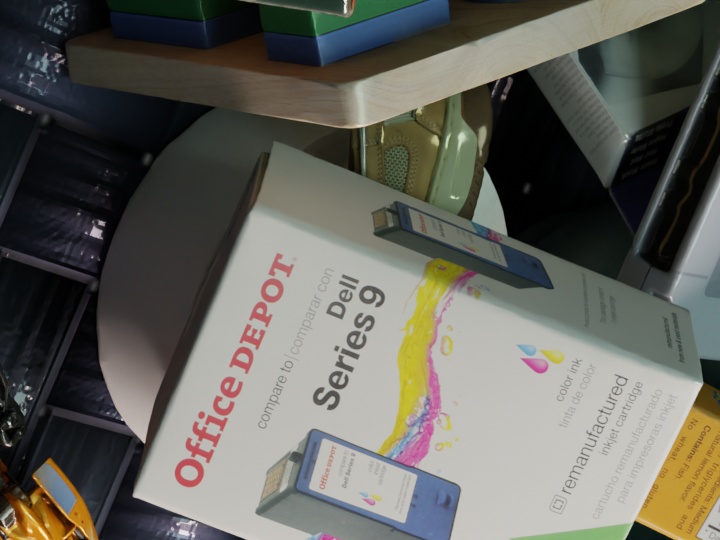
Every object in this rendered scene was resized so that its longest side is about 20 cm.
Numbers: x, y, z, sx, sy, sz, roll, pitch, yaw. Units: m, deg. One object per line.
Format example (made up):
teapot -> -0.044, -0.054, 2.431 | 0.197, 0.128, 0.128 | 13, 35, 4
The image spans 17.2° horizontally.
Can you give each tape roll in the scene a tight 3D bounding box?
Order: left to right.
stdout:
tape roll -> -0.024, 0.014, 1.132 | 0.202, 0.071, 0.202 | -19, 120, -37

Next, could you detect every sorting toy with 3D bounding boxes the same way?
sorting toy -> 0.005, -0.130, 1.009 | 0.199, 0.200, 0.070 | -22, 112, -35

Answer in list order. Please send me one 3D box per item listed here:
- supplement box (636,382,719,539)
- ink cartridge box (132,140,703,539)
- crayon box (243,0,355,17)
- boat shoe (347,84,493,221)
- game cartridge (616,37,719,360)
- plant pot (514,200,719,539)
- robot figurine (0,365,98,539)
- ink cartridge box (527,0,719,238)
supplement box -> 0.151, 0.086, 1.112 | 0.200, 0.067, 0.069 | 28, 103, -6
ink cartridge box -> 0.022, 0.054, 1.002 | 0.200, 0.088, 0.145 | 23, 111, -4
crayon box -> -0.049, -0.187, 0.923 | 0.051, 0.127, 0.200 | 97, 3, -48
boat shoe -> 0.000, 0.000, 1.062 | 0.076, 0.072, 0.200 | 8, 112, -11
game cartridge -> 0.199, -0.051, 1.129 | 0.133, 0.040, 0.200 | 10, 107, -44
plant pot -> 0.142, 0.044, 1.255 | 0.200, 0.134, 0.200 | -18, 119, -37
robot figurine -> -0.184, 0.114, 1.035 | 0.145, 0.058, 0.200 | -47, 134, -18
ink cartridge box -> 0.167, -0.125, 1.182 | 0.200, 0.041, 0.200 | -26, 80, -33
